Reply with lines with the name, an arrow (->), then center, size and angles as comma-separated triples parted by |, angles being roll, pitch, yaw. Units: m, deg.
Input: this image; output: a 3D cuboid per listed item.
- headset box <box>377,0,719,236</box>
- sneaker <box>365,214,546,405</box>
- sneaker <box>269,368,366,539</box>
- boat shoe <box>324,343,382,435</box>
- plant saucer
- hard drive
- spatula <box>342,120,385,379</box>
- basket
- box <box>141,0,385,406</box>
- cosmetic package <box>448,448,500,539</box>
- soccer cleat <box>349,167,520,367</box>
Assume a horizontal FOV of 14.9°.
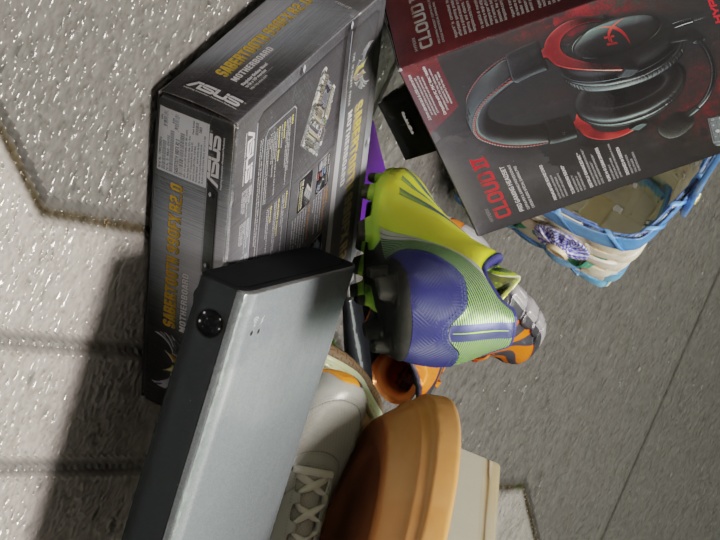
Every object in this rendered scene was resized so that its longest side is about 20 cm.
headset box -> 0.109, -0.112, 1.489 | 0.149, 0.200, 0.075 | 63, 12, -47
sneaker -> 0.049, 0.042, 1.777 | 0.112, 0.078, 0.200 | -60, 149, -10
sneaker -> -0.042, 0.152, 1.532 | 0.076, 0.092, 0.200 | 17, 108, -37
boat shoe -> -0.030, 0.103, 1.623 | 0.076, 0.072, 0.200 | -55, 158, -18
plant saucer -> 0.004, 0.161, 1.519 | 0.200, 0.037, 0.200 | -163, -90, -80
hard drive -> -0.070, 0.091, 1.415 | 0.140, 0.033, 0.200 | -16, 126, -67
spatula -> 0.000, 0.000, 1.623 | 0.057, 0.021, 0.200 | -51, 148, -54
basket -> 0.145, -0.090, 1.721 | 0.139, 0.176, 0.200 | -50, 165, -33
box -> -0.051, -0.041, 1.444 | 0.158, 0.048, 0.200 | -48, 153, -46
cosmetic package -> 0.028, 0.200, 1.650 | 0.200, 0.073, 0.104 | -83, -162, -53
soccer cleat -> 0.040, 0.000, 1.454 | 0.200, 0.084, 0.065 | -102, -164, -68
